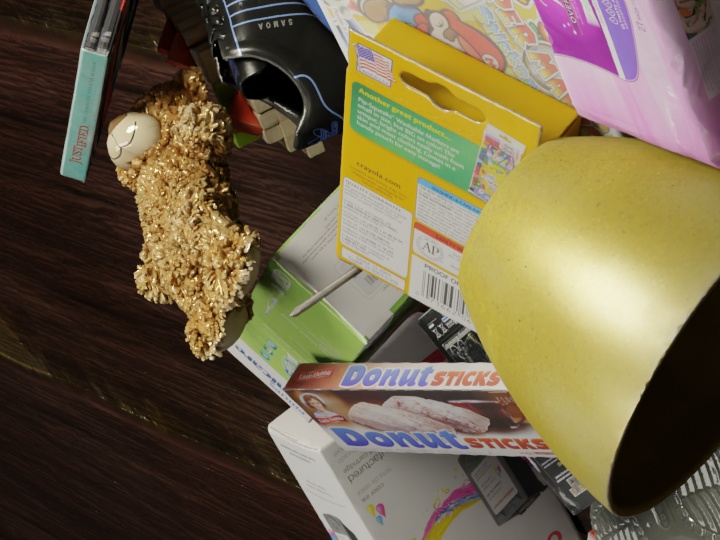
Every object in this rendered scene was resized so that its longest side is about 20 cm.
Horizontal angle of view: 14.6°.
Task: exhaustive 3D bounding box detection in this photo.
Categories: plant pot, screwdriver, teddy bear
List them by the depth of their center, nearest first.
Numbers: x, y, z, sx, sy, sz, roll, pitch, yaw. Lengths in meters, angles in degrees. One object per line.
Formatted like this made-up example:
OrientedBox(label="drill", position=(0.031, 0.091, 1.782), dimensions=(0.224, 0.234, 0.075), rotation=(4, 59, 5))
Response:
OrientedBox(label="plant pot", position=(0.137, 0.008, 1.476), dimensions=(0.142, 0.200, 0.200), rotation=(36, 155, 22))
OrientedBox(label="screwdriver", position=(0.031, -0.021, 1.687), dimensions=(0.029, 0.200, 0.028), rotation=(-6, 113, 48))
OrientedBox(label="teddy bear", position=(-0.113, -0.038, 1.767), dimensions=(0.145, 0.067, 0.200), rotation=(120, 140, -62))

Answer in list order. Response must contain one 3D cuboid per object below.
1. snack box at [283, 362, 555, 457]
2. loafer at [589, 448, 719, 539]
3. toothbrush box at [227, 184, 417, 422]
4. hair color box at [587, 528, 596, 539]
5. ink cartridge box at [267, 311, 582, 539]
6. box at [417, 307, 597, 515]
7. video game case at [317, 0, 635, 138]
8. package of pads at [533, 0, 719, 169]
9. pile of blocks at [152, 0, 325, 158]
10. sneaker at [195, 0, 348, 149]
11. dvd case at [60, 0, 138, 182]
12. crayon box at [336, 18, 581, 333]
OrientedBox(label="snack box", position=(0.044, 0.086, 1.746), dimensions=(0.200, 0.024, 0.072), rotation=(-2, 142, 46))
OrientedBox(label="loafer", position=(0.221, 0.134, 1.739), dimensions=(0.200, 0.070, 0.075), rotation=(-24, 87, 56))
OrientedBox(label="toothbrush box", position=(0.000, 0.000, 1.849), dimensions=(0.086, 0.146, 0.200), rotation=(42, 158, 2))
OrientedBox(label="hair color box", position=(0.239, 0.246, 1.883), dimensions=(0.200, 0.061, 0.102), rotation=(43, 158, 20))
OrientedBox(label="ink cartridge box", position=(0.049, 0.154, 2.013), dimensions=(0.086, 0.148, 0.200), rotation=(15, 140, 61))
OrientedBox(label="box", position=(0.142, 0.042, 1.688), dimensions=(0.160, 0.044, 0.200), rotation=(50, 142, 3))
OrientedBox(label="video game case", position=(0.067, -0.110, 1.567), dimensions=(0.182, 0.023, 0.200), rotation=(5, 132, 43))
OrientedBox(label="package of pads", position=(0.137, -0.154, 1.407), dimensions=(0.120, 0.076, 0.200), rotation=(24, 146, 50))
OrientedBox(label="pile of blocks", position=(-0.095, -0.136, 1.885), dimensions=(0.200, 0.062, 0.082), rotation=(56, 166, 40))
OrientedBox(label="sneaker", position=(-0.070, -0.160, 1.737), dimensions=(0.200, 0.078, 0.070), rotation=(45, 159, 19))
OrientedBox(label="dvd case", position=(-0.160, -0.178, 1.842), dimensions=(0.022, 0.200, 0.146), rotation=(15, 147, -3))
OrientedBox(label="crayon box", position=(0.054, -0.057, 1.576), dimensions=(0.126, 0.052, 0.200), rotation=(29, 147, 18))
